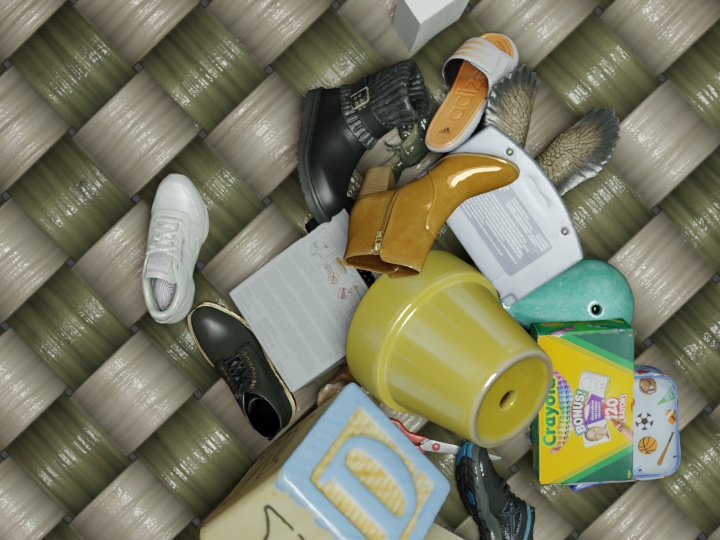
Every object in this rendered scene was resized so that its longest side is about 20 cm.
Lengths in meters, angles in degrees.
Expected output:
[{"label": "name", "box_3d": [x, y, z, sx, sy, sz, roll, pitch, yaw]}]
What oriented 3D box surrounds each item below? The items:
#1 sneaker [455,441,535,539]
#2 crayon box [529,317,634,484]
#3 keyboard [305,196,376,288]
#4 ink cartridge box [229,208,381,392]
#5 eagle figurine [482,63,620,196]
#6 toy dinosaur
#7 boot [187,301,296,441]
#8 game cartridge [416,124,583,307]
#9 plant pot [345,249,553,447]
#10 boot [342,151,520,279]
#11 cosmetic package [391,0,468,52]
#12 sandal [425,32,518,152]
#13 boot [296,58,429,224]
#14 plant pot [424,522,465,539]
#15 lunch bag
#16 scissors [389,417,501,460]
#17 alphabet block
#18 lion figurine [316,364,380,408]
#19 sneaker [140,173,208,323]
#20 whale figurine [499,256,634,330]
[{"label": "sneaker", "box_3d": [0.187, 0.317, 1.315, 0.082, 0.073, 0.200, -20, 99, -14]}, {"label": "crayon box", "box_3d": [0.277, 0.164, 1.221, 0.119, 0.058, 0.200, -3, 103, 1]}, {"label": "keyboard", "box_3d": [0.000, 0.000, 1.279, 0.104, 0.040, 0.200, -39, 74, 0]}, {"label": "ink cartridge box", "box_3d": [-0.051, 0.039, 1.269, 0.200, 0.050, 0.162, -35, 82, 14]}, {"label": "eagle figurine", "box_3d": [0.213, -0.141, 1.248, 0.152, 0.200, 0.151, -2, 49, -31]}, {"label": "toy dinosaur", "box_3d": [0.079, -0.193, 1.298, 0.200, 0.047, 0.088, -37, 96, -3]}, {"label": "boot", "box_3d": [-0.155, 0.127, 1.262, 0.077, 0.138, 0.200, -42, 91, 2]}, {"label": "game cartridge", "box_3d": [0.178, -0.071, 1.197, 0.133, 0.041, 0.200, -34, 92, 18]}, {"label": "plant pot", "box_3d": [0.115, 0.105, 1.149, 0.189, 0.201, 0.201, 38, 93, 42]}, {"label": "boot", "box_3d": [0.083, -0.059, 1.129, 0.201, 0.071, 0.144, -3, 58, 20]}, {"label": "cosmetic package", "box_3d": [0.087, -0.329, 1.210, 0.083, 0.200, 0.051, -37, 93, 1]}, {"label": "sandal", "box_3d": [0.138, -0.241, 1.240, 0.079, 0.059, 0.207, 11, 59, 32]}, {"label": "boot", "box_3d": [0.006, -0.166, 1.223, 0.158, 0.079, 0.211, -10, 62, 20]}, {"label": "plant pot", "box_3d": [0.081, 0.436, 1.270, 0.187, 0.187, 0.200, 29, 80, -1]}, {"label": "lunch bag", "box_3d": [0.322, 0.210, 1.301, 0.200, 0.076, 0.161, -3, 98, 1]}, {"label": "scissors", "box_3d": [0.091, 0.233, 1.330, 0.200, 0.014, 0.073, -4, 92, 1]}, {"label": "alphabet block", "box_3d": [-0.042, 0.297, 1.205, 0.195, 0.196, 0.200, 48, 128, -1]}, {"label": "lion figurine", "box_3d": [0.020, 0.114, 1.305, 0.122, 0.072, 0.200, 14, 78, 7]}, {"label": "sneaker", "box_3d": [-0.244, -0.027, 1.274, 0.075, 0.100, 0.200, 3, 91, 2]}, {"label": "whale figurine", "box_3d": [0.260, 0.046, 1.276, 0.200, 0.104, 0.159, 3, 93, -2]}]
